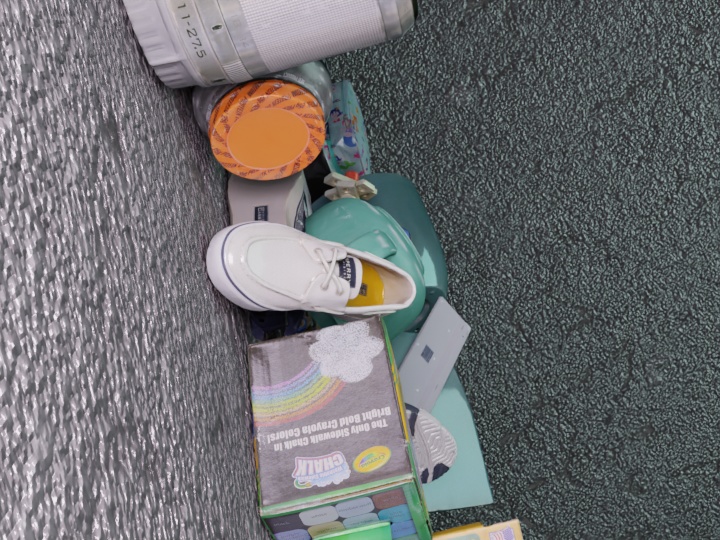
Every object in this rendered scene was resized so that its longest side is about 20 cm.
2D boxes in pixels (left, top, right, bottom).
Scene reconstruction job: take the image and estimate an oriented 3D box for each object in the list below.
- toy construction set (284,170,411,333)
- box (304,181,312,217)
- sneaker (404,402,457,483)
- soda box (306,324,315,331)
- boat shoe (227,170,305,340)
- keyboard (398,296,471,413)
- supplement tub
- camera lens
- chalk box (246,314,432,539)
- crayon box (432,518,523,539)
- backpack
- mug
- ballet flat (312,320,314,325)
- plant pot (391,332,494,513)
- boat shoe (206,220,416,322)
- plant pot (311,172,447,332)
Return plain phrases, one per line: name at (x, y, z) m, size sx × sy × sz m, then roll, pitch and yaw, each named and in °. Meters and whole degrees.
toy construction set at (-0.009, -0.010, 1.113) m, size 0.092 × 0.129 × 0.203 m, roll 149°, pitch -49°, yaw -76°
box at (-0.100, -0.123, 1.030) m, size 0.117 × 0.059 × 0.202 m, roll -100°, pitch 177°, yaw -51°
sneaker at (0.001, 0.142, 0.984) m, size 0.080 × 0.197 × 0.130 m, roll -67°, pitch -156°, yaw 17°
soda box at (-0.017, 0.164, 1.202) m, size 0.067 × 0.063 × 0.203 m, roll 14°, pitch -57°, yaw 53°
boat shoe at (-0.084, -0.025, 0.884) m, size 0.201 × 0.073 × 0.094 m, roll -87°, pitch 173°, yaw -53°
keyboard at (0.080, 0.101, 1.086) m, size 0.056 × 0.011 × 0.200 m, roll 43°, pitch 37°, yaw -5°
supplement tub at (-0.089, -0.185, 0.833) m, size 0.123 × 0.121 × 0.202 m, roll 74°, pitch 3°, yaw -54°
camera lens at (-0.061, -0.226, 0.679) m, size 0.160 × 0.197 × 0.163 m, roll -14°, pitch 90°, yaw -85°
chalk box at (-0.015, 0.162, 0.778) m, size 0.125 × 0.122 × 0.202 m, roll 74°, pitch 5°, yaw -52°
crayon box at (0.061, 0.310, 0.875) m, size 0.052 × 0.197 × 0.128 m, roll 67°, pitch 10°, yaw -78°
backpack at (-0.067, -0.187, 1.321) m, size 0.178 × 0.148 × 0.202 m, roll 70°, pitch 2°, yaw -63°
mug at (0.003, 0.007, 0.970) m, size 0.153 × 0.114 × 0.185 m, roll 59°, pitch -12°, yaw -27°
ballet flat at (-0.044, 0.052, 1.381) m, size 0.067 × 0.069 × 0.203 m, roll 68°, pitch 10°, yaw -80°
plant pot at (0.044, 0.179, 1.100) m, size 0.140 × 0.140 × 0.203 m, roll 7°, pitch 70°, yaw -44°
boat shoe at (-0.030, 0.003, 0.766) m, size 0.199 × 0.069 × 0.072 m, roll 19°, pitch 68°, yaw -45°
plant pot at (0.024, 0.000, 1.257) m, size 0.162 × 0.198 × 0.201 m, roll 60°, pitch -7°, yaw 30°
